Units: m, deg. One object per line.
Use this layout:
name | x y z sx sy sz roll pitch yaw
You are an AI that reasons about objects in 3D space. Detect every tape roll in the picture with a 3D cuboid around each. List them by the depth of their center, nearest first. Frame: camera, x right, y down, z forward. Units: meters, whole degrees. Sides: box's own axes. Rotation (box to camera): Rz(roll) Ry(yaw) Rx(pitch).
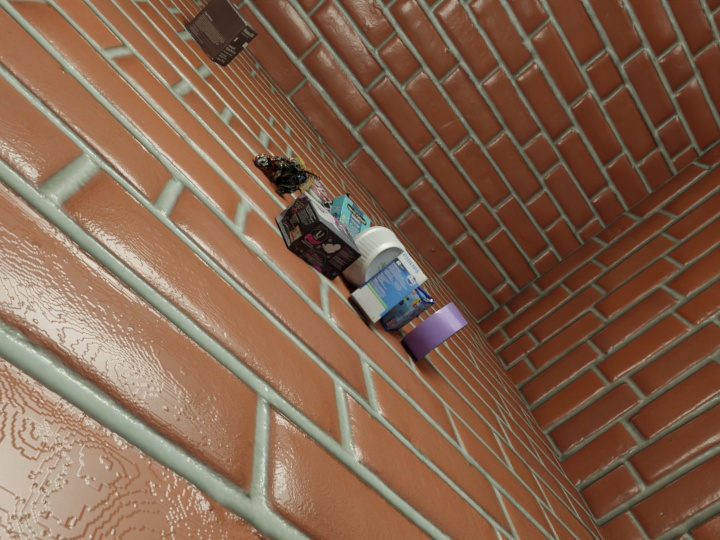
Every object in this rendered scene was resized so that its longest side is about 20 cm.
tape roll | 0.235 0.193 1.661 0.085 0.199 0.200 54 12 13

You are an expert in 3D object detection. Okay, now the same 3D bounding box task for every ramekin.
ramekin | 0.051 -0.022 1.557 0.094 0.203 0.202 39 0 43

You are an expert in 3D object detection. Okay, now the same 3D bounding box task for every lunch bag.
lunch bag | 0.152 0.125 1.665 0.094 0.150 0.200 57 12 27

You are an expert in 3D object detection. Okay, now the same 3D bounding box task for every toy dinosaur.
toy dinosaur | -0.216 -0.309 1.594 0.136 0.198 0.103 -111 -163 -48

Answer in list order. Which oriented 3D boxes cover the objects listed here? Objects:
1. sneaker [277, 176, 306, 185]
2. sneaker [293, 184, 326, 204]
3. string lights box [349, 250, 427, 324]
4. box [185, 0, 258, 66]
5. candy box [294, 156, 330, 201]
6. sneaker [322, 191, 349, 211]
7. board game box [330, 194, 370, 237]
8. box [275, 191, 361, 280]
sneaker | -0.222 -0.301 1.732 0.078 0.070 0.200 57 19 12
sneaker | -0.167 -0.197 1.594 0.081 0.088 0.200 49 -11 -2
string lights box | 0.079 0.047 1.477 0.103 0.199 0.059 52 -13 1
box | -0.556 -0.969 2.125 0.165 0.199 0.166 50 12 -6
candy box | -0.190 -0.325 1.951 0.117 0.056 0.201 41 15 -44
sneaker | -0.095 -0.221 1.781 0.078 0.140 0.200 55 11 26
board game box | -0.040 -0.105 1.622 0.151 0.047 0.202 41 50 -45
box | -0.108 -0.091 1.396 0.200 0.114 0.133 40 17 -48
